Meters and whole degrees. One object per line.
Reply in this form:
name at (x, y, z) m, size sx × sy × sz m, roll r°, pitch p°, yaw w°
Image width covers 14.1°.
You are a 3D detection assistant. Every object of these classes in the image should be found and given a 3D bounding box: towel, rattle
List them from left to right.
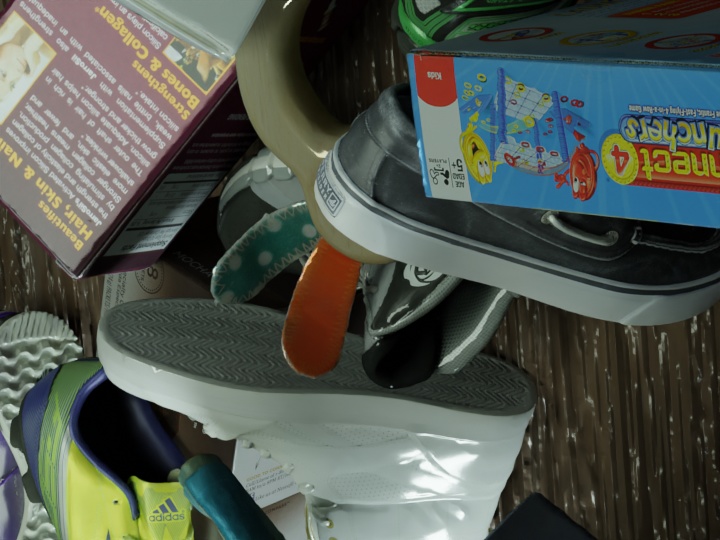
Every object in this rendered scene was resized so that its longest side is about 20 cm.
towel at (-0.012, 0.180, 1.247) m, size 0.200 × 0.022 × 0.147 m, roll 59°, pitch 180°, yaw 25°
rattle at (0.012, -0.073, 1.237) m, size 0.129 × 0.143 × 0.201 m, roll 8°, pitch 122°, yaw 2°

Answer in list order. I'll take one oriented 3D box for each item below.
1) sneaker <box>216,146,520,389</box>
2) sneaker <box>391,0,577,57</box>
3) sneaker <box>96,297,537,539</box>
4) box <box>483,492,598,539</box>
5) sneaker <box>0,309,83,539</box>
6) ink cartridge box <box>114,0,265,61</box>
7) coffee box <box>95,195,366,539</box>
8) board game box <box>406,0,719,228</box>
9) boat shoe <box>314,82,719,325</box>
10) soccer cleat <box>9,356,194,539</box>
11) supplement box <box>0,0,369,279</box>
sneaker at (0.000, 0.000, 1.289) m, size 0.199 × 0.075 × 0.116 m, roll -15°, pitch 53°, yaw 43°
sneaker at (0.095, -0.154, 1.104) m, size 0.078 × 0.200 × 0.085 m, roll 41°, pitch 166°, yaw 11°
sneaker at (-0.029, 0.084, 1.330) m, size 0.199 × 0.074 × 0.116 m, roll 12°, pitch 123°, yaw -1°
box at (0.122, 0.224, 1.158) m, size 0.200 × 0.117 × 0.197 m, roll 38°, pitch 166°, yaw 37°
sneaker at (-0.187, 0.118, 1.602) m, size 0.099 × 0.069 × 0.201 m, roll 6°, pitch 102°, yaw 55°
ink cartridge box at (-0.050, -0.195, 1.173) m, size 0.201 × 0.083 × 0.147 m, roll -62°, pitch 15°, yaw 1°
coffee box at (-0.071, 0.079, 1.438) m, size 0.113 × 0.080 × 0.201 m, roll 32°, pitch 124°, yaw 39°
board game box at (0.155, -0.068, 1.040) m, size 0.195 × 0.199 × 0.056 m, roll 8°, pitch 110°, yaw 48°
boat shoe at (0.079, -0.033, 1.148) m, size 0.068 × 0.199 × 0.072 m, roll -54°, pitch 37°, yaw 33°
soccer cleat at (-0.103, 0.136, 1.383) m, size 0.084 × 0.065 × 0.201 m, roll -28°, pitch 81°, yaw 41°
supplement box at (-0.090, -0.106, 1.328) m, size 0.110 × 0.086 × 0.200 m, roll 44°, pitch 107°, yaw 13°
